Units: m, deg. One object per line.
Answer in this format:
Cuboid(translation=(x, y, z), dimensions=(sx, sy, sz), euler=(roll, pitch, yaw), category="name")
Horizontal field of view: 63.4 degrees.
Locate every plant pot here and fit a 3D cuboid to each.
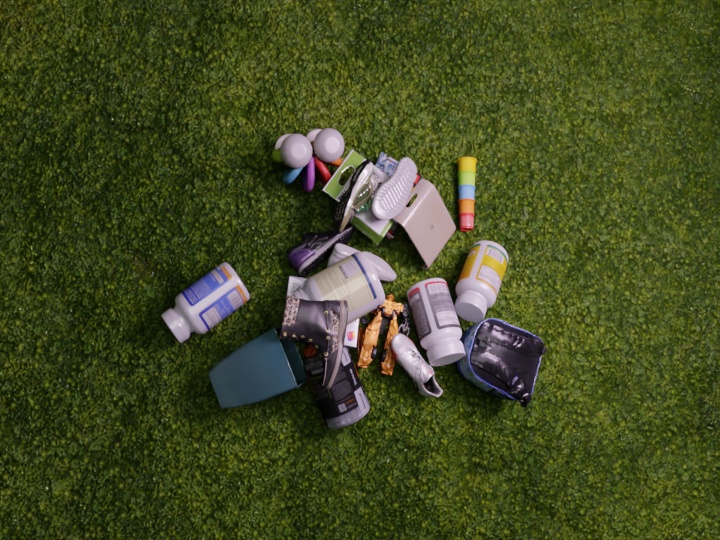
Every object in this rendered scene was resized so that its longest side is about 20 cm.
Cuboid(translation=(-0.248, 0.239, 1.386), dimensions=(0.196, 0.141, 0.145), euler=(-24, 86, 4), category="plant pot")

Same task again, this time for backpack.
Cuboid(translation=(0.353, 0.230, 1.526), dimensions=(0.196, 0.147, 0.187), euler=(26, 75, -10), category="backpack")

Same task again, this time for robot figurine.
Cuboid(translation=(0.055, 0.161, 1.521), dimensions=(0.141, 0.058, 0.205), euler=(17, 76, -9), category="robot figurine")

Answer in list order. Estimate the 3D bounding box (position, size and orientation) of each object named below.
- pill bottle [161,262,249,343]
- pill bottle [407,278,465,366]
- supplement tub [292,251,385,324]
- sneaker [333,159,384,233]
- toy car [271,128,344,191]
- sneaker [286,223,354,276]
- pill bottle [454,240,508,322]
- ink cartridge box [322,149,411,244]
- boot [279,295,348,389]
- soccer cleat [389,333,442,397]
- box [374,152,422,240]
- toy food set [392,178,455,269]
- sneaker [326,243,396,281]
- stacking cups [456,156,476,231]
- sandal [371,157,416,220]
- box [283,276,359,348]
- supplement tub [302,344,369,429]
Cuboid(translation=(-0.377, 0.081, 1.414), dimensions=(0.198, 0.112, 0.113), euler=(-37, 87, -17), category="pill bottle")
Cuboid(translation=(0.197, 0.135, 1.507), dimensions=(0.111, 0.115, 0.205), euler=(-8, 66, -14), category="pill bottle")
Cuboid(translation=(-0.053, 0.061, 1.426), dimensions=(0.196, 0.145, 0.148), euler=(-27, 85, -8), category="supplement tub")
Cuboid(translation=(0.003, -0.175, 1.463), dimensions=(0.088, 0.077, 0.204), euler=(31, 79, -20), category="sneaker")
Cuboid(translation=(-0.132, -0.287, 1.530), dimensions=(0.195, 0.175, 0.154), euler=(-13, 106, -15), category="toy car")
Cuboid(translation=(-0.106, -0.079, 1.531), dimensions=(0.198, 0.076, 0.088), euler=(-37, 74, -23), category="sneaker")
Cuboid(translation=(0.319, 0.030, 1.559), dimensions=(0.111, 0.113, 0.203), euler=(29, 59, -5), category="pill bottle")
Cuboid(translation=(0.014, -0.195, 1.540), dimensions=(0.198, 0.076, 0.149), euler=(37, 74, -1), category="ink cartridge box")
Cuboid(translation=(-0.111, 0.158, 1.321), dimensions=(0.146, 0.073, 0.206), euler=(10, 96, -8), category="boot")
Cuboid(translation=(0.143, 0.242, 1.476), dimensions=(0.068, 0.084, 0.203), euler=(-40, 114, -24), category="soccer cleat")
Cuboid(translation=(0.072, -0.206, 1.614), dimensions=(0.135, 0.040, 0.204), euler=(28, 74, -4), category="box")
Cuboid(translation=(0.170, -0.121, 1.564), dimensions=(0.144, 0.060, 0.201), euler=(-51, 129, -18), category="toy food set")
Cuboid(translation=(0.000, 0.000, 1.545), dimensions=(0.196, 0.076, 0.090), euler=(21, 111, -24), category="sneaker")
Cuboid(translation=(0.305, -0.216, 1.664), dimensions=(0.059, 0.060, 0.206), euler=(2, 81, -12), category="stacking cups")
Cuboid(translation=(0.085, -0.202, 1.493), dimensions=(0.083, 0.049, 0.204), euler=(45, 60, -17), category="sandal")
Cuboid(translation=(-0.100, 0.109, 1.507), dimensions=(0.194, 0.041, 0.161), euler=(8, 77, -10), category="box")
Cuboid(translation=(-0.063, 0.270, 1.426), dimensions=(0.120, 0.122, 0.205), euler=(-22, 92, -16), category="supplement tub")
